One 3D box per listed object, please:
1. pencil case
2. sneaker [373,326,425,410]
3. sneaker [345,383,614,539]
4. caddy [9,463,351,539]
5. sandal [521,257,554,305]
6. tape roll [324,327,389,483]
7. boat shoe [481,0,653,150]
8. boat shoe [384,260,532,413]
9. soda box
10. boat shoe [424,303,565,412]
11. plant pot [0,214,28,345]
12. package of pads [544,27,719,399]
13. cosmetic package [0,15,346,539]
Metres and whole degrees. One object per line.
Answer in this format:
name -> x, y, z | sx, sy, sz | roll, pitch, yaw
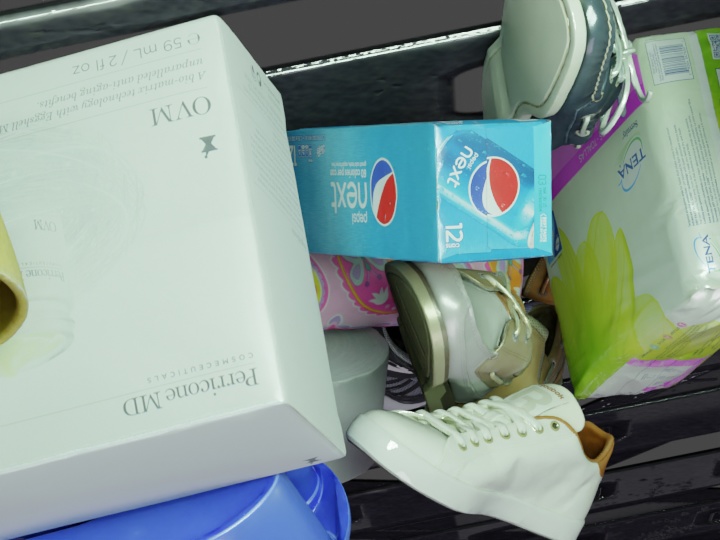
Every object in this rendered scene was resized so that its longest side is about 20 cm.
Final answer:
pencil case -> 0.000, 0.000, 1.425 | 0.199, 0.088, 0.087 | -2, 160, -28
sneaker -> 0.035, 0.047, 1.573 | 0.113, 0.076, 0.200 | -5, 166, 40
sneaker -> 0.071, 0.092, 1.363 | 0.200, 0.073, 0.085 | 21, 100, -49
caddy -> -0.105, 0.142, 1.264 | 0.199, 0.142, 0.105 | -20, 129, 3
sandal -> 0.140, -0.007, 1.534 | 0.199, 0.054, 0.080 | -13, 162, 24
tape roll -> -0.085, 0.066, 1.424 | 0.199, 0.067, 0.200 | 5, -163, -1
boat shoe -> 0.104, -0.099, 1.201 | 0.062, 0.075, 0.200 | -7, 163, -8
boat shoe -> 0.058, 0.028, 1.341 | 0.068, 0.075, 0.200 | -20, 168, -1
soda box -> 0.026, -0.041, 1.232 | 0.064, 0.068, 0.200 | -3, -177, -22
boat shoe -> 0.088, 0.061, 1.501 | 0.071, 0.076, 0.200 | 20, -163, 8
plant pot -> -0.253, -0.037, 1.059 | 0.199, 0.143, 0.200 | -9, 161, -3
package of pads -> 0.160, -0.023, 1.338 | 0.068, 0.155, 0.200 | -5, 161, -17
cosmetic package -> -0.130, 0.009, 1.184 | 0.198, 0.201, 0.123 | -15, 162, 10
